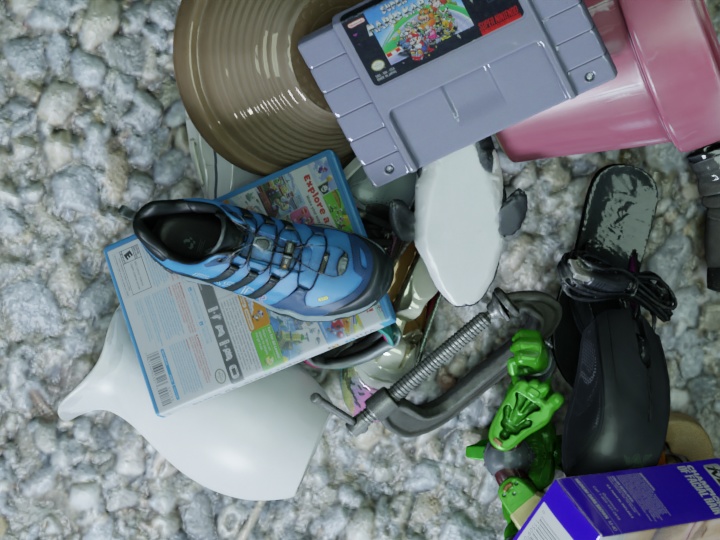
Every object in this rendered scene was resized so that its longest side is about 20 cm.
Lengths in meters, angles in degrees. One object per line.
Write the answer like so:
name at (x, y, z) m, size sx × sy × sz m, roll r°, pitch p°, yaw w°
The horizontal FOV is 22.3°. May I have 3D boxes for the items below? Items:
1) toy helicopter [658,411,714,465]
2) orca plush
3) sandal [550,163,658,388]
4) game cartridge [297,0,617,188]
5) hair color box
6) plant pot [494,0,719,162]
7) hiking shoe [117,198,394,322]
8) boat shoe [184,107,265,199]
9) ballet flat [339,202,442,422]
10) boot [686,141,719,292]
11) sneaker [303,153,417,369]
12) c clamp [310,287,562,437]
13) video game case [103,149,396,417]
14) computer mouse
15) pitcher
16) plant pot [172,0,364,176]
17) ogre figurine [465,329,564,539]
toy helicopter at (0.257, 0.213, 1.543) m, size 0.132 × 0.079 × 0.200 m, roll -1°, pitch 110°, yaw -13°
orca plush at (0.063, -0.076, 1.411) m, size 0.105 × 0.071 × 0.200 m, roll -23°, pitch 108°, yaw 3°
sandal at (0.202, 0.012, 1.507) m, size 0.075 × 0.048 × 0.201 m, roll 5°, pitch 99°, yaw -5°
game cartridge at (0.068, -0.155, 1.317) m, size 0.200 × 0.038 × 0.130 m, roll -24°, pitch 112°, yaw 16°
hair color box at (0.206, 0.209, 1.402) m, size 0.200 × 0.065 × 0.109 m, roll -2°, pitch 133°, yaw -43°
plant pot at (0.181, -0.173, 1.414) m, size 0.179 × 0.200 × 0.200 m, roll -18°, pitch 100°, yaw 15°
hiking shoe at (-0.076, -0.008, 1.341) m, size 0.200 × 0.087 × 0.075 m, roll 8°, pitch 83°, yaw 17°
boat shoe at (-0.104, -0.089, 1.458) m, size 0.072 × 0.066 × 0.200 m, roll -22°, pitch 106°, yaw -33°
ballet flat at (0.034, 0.035, 1.486) m, size 0.069 × 0.071 × 0.200 m, roll 18°, pitch 98°, yaw -13°
boot at (0.374, -0.056, 1.502) m, size 0.200 × 0.070 × 0.132 m, roll -7°, pitch 94°, yaw -7°
sneaker at (0.000, 0.000, 1.428) m, size 0.084 × 0.121 × 0.200 m, roll 16°, pitch 118°, yaw -30°
c clamp at (0.073, 0.076, 1.461) m, size 0.200 × 0.171 × 0.027 m, roll -38°, pitch 59°, yaw 3°
video game case at (-0.087, 0.010, 1.397) m, size 0.200 × 0.018 × 0.143 m, roll -23°, pitch 75°, yaw 11°
computer mouse at (0.206, 0.088, 1.430) m, size 0.138 × 0.053 × 0.200 m, roll 17°, pitch 75°, yaw -40°
pitcher at (-0.118, 0.083, 1.459) m, size 0.200 × 0.121 × 0.172 m, roll 24°, pitch 105°, yaw 2°
plant pot at (-0.035, -0.167, 1.399) m, size 0.201 × 0.093 × 0.201 m, roll -4°, pitch 98°, yaw -31°
ogre figurine at (0.134, 0.149, 1.482) m, size 0.098 × 0.120 × 0.200 m, roll -17°, pitch 90°, yaw 7°
